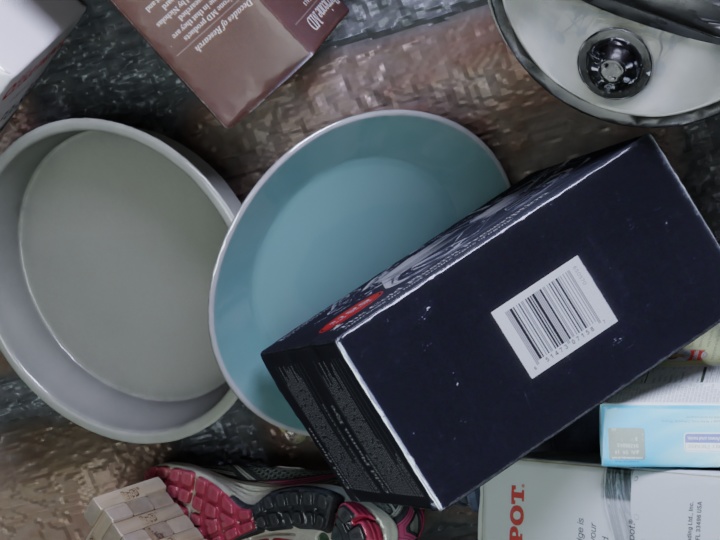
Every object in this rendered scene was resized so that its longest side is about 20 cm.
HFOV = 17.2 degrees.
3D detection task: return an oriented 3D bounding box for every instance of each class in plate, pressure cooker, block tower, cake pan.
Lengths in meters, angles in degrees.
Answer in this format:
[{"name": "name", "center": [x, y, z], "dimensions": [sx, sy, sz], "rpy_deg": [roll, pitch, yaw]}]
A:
[{"name": "plate", "center": [0.000, 0.000, 1.344], "dimensions": [0.200, 0.026, 0.200], "rpy_deg": [-13, 118, -26]}, {"name": "pressure cooker", "center": [0.154, -0.164, 1.204], "dimensions": [0.176, 0.200, 0.179], "rpy_deg": [-20, 105, 19]}, {"name": "block tower", "center": [-0.089, 0.215, 1.382], "dimensions": [0.200, 0.054, 0.058], "rpy_deg": [50, 129, 22]}, {"name": "cake pan", "center": [-0.137, 0.003, 1.394], "dimensions": [0.200, 0.037, 0.200], "rpy_deg": [11, 114, 25]}]

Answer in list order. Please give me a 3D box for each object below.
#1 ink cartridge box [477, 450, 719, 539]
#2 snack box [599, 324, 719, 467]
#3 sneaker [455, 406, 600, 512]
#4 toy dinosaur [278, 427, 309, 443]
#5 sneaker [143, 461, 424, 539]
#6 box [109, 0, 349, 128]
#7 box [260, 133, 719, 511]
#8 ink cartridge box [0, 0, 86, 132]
[{"name": "ink cartridge box", "center": [0.163, 0.171, 1.234], "dimensions": [0.200, 0.083, 0.147], "rpy_deg": [3, 90, 38]}, {"name": "snack box", "center": [0.197, 0.060, 1.279], "dimensions": [0.116, 0.200, 0.037], "rpy_deg": [0, 103, 13]}, {"name": "sneaker", "center": [0.112, 0.149, 1.405], "dimensions": [0.146, 0.077, 0.202], "rpy_deg": [6, 125, 23]}, {"name": "toy dinosaur", "center": [-0.027, -0.001, 1.393], "dimensions": [0.088, 0.047, 0.200], "rpy_deg": [21, 109, 0]}, {"name": "sneaker", "center": [-0.053, 0.154, 1.423], "dimensions": [0.200, 0.075, 0.081], "rpy_deg": [4, 102, 39]}, {"name": "box", "center": [-0.104, -0.183, 1.306], "dimensions": [0.075, 0.100, 0.200], "rpy_deg": [-37, 100, 22]}, {"name": "box", "center": [0.070, 0.030, 1.257], "dimensions": [0.200, 0.182, 0.104], "rpy_deg": [-33, 94, -15]}, {"name": "ink cartridge box", "center": [-0.257, -0.082, 1.352], "dimensions": [0.083, 0.147, 0.200], "rpy_deg": [37, 114, -5]}]
